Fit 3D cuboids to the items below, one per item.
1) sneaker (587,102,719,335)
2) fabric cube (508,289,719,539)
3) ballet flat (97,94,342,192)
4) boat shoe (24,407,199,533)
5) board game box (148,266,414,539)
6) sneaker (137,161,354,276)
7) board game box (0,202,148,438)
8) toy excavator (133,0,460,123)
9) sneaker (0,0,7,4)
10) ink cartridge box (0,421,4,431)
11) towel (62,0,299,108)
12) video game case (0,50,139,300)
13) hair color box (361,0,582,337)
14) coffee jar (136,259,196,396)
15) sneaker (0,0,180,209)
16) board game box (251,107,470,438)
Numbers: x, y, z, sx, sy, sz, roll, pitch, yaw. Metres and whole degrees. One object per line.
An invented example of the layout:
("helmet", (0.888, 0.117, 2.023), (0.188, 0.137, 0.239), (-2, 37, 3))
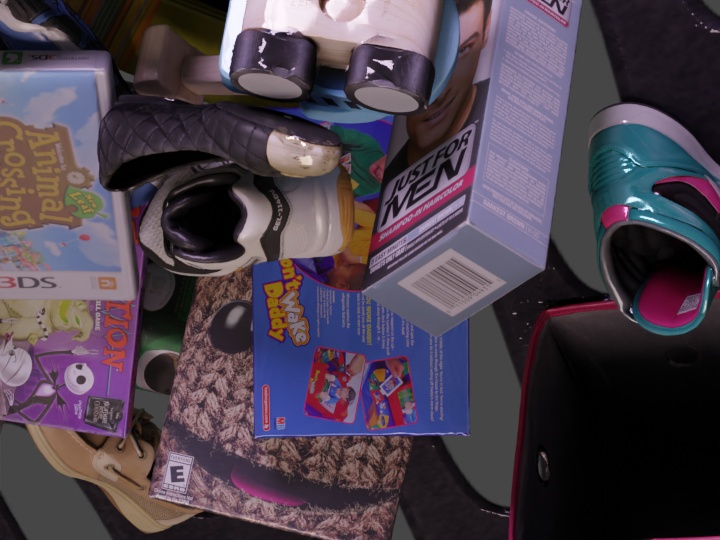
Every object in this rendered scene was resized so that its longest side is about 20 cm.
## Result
("sneaker", (0.215, -0.006, 1.716), (0.199, 0.121, 0.083), (31, 139, -24))
("fabric cube", (0.225, 0.150, 1.856), (0.199, 0.197, 0.200), (-6, 142, 20))
("ballet flat", (-0.077, -0.065, 1.570), (0.066, 0.057, 0.199), (11, 178, -39))
("boat shoe", (-0.175, 0.121, 2.038), (0.064, 0.072, 0.200), (-17, 143, 24))
("board game box", (-0.036, 0.060, 1.795), (0.158, 0.202, 0.097), (12, -176, -1))
("sneaker", (-0.090, -0.035, 1.654), (0.087, 0.076, 0.199), (-6, 177, -35))
("board game box", (-0.198, 0.002, 1.818), (0.119, 0.032, 0.202), (6, 103, 1))
("toy excavator", (-0.040, -0.124, 1.586), (0.193, 0.101, 0.200), (8, 164, 5))
("sneaker", (-0.178, -0.178, 1.531), (0.200, 0.116, 0.075), (-38, 133, -4))
("ink cartridge box", (-0.313, 0.096, 1.929), (0.087, 0.201, 0.146), (1, 143, 19))
("towel", (-0.109, -0.139, 1.721), (0.199, 0.018, 0.086), (21, 147, -12))
("video game case", (-0.231, -0.054, 1.693), (0.181, 0.022, 0.201), (0, 137, 2))
("hair color box", (0.065, -0.073, 1.603), (0.060, 0.201, 0.099), (31, 139, -24))
("coffee jar", (-0.139, 0.034, 1.894), (0.199, 0.086, 0.105), (15, 143, -3))
("sneaker", (-0.175, -0.098, 1.699), (0.077, 0.076, 0.200), (-33, 133, 2))
("board game box", (0.000, 0.000, 1.719), (0.133, 0.202, 0.045), (0, -176, 0))
